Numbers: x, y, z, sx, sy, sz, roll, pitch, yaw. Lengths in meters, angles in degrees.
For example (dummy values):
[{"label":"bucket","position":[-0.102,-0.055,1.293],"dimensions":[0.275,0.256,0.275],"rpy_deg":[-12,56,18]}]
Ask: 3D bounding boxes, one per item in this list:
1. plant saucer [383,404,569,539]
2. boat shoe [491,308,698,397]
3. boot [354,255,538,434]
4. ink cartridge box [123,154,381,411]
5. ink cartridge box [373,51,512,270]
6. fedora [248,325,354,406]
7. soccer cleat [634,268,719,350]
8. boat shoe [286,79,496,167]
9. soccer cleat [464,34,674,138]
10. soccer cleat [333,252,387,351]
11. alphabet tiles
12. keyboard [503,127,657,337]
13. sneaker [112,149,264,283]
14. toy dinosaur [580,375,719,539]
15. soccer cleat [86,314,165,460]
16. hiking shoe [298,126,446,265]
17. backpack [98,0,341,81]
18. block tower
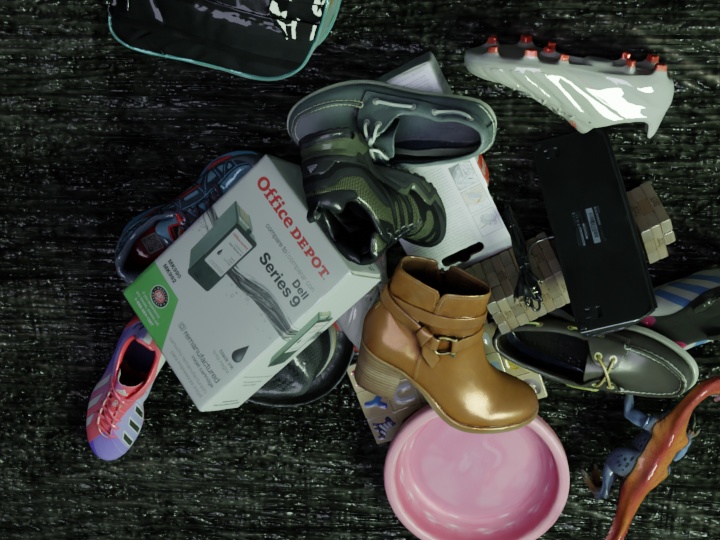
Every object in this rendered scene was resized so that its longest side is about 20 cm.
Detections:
[{"label":"plant saucer","position":[0.124,0.214,1.207],"dimensions":[0.197,0.051,0.204],"rpy_deg":[3,116,5]},{"label":"boat shoe","position":[0.226,0.087,1.097],"dimensions":[0.199,0.060,0.073],"rpy_deg":[16,123,26]},{"label":"boot","position":[0.100,0.068,1.076],"dimensions":[0.197,0.077,0.157],"rpy_deg":[20,128,-2]},{"label":"ink cartridge box","position":[-0.102,0.012,1.052],"dimensions":[0.200,0.084,0.147],"rpy_deg":[-42,73,14]},{"label":"ink cartridge box","position":[0.064,-0.097,1.095],"dimensions":[0.108,0.050,0.202],"rpy_deg":[-24,108,16]},{"label":"fedora","position":[-0.106,0.075,1.162],"dimensions":[0.197,0.092,0.204],"rpy_deg":[3,113,7]},{"label":"soccer cleat","position":[0.311,0.045,1.114],"dimensions":[0.198,0.086,0.071],"rpy_deg":[-18,105,39]},{"label":"boat shoe","position":[0.025,-0.130,1.024],"dimensions":[0.196,0.062,0.074],"rpy_deg":[3,114,7]},{"label":"soccer cleat","position":[0.191,-0.168,1.040],"dimensions":[0.196,0.070,0.079],"rpy_deg":[8,116,1]},{"label":"soccer cleat","position":[0.000,0.000,1.120],"dimensions":[0.077,0.069,0.202],"rpy_deg":[-12,109,35]},{"label":"alphabet tiles","position":[0.091,0.118,1.201],"dimensions":[0.197,0.006,0.168],"rpy_deg":[-17,108,14]},{"label":"keyboard","position":[0.194,-0.033,1.050],"dimensions":[0.125,0.021,0.203],"rpy_deg":[-13,66,7]},{"label":"sneaker","position":[-0.165,-0.043,1.121],"dimensions":[0.199,0.096,0.080],"rpy_deg":[-33,105,19]},{"label":"toy dinosaur","position":[0.311,0.183,1.128],"dimensions":[0.103,0.203,0.182],"rpy_deg":[15,147,-15]},{"label":"soccer cleat","position":[-0.257,0.132,1.216],"dimensions":[0.066,0.077,0.202],"rpy_deg":[26,113,-4]},{"label":"hiking shoe","position":[0.009,-0.046,1.004],"dimensions":[0.075,0.102,0.199],"rpy_deg":[-10,155,37]},{"label":"backpack","position":[-0.108,-0.268,0.991],"dimensions":[0.197,0.153,0.178],"rpy_deg":[19,116,10]},{"label":"block tower","position":[0.203,-0.009,1.084],"dimensions":[0.198,0.058,0.054],"rpy_deg":[-25,139,9]}]
